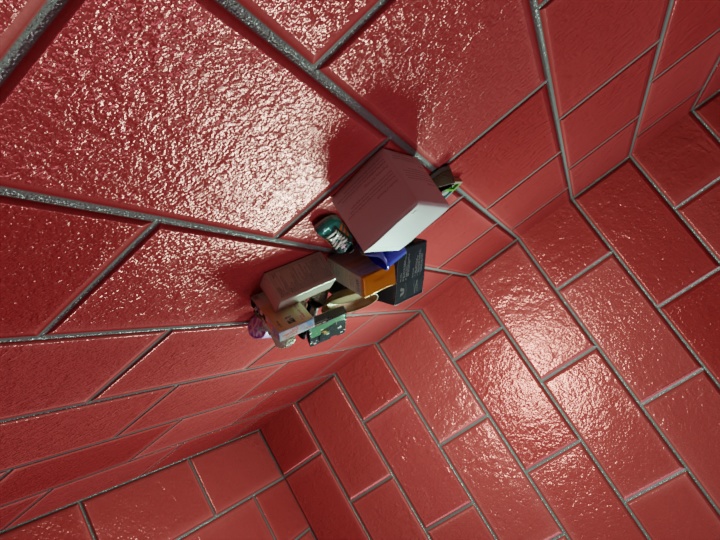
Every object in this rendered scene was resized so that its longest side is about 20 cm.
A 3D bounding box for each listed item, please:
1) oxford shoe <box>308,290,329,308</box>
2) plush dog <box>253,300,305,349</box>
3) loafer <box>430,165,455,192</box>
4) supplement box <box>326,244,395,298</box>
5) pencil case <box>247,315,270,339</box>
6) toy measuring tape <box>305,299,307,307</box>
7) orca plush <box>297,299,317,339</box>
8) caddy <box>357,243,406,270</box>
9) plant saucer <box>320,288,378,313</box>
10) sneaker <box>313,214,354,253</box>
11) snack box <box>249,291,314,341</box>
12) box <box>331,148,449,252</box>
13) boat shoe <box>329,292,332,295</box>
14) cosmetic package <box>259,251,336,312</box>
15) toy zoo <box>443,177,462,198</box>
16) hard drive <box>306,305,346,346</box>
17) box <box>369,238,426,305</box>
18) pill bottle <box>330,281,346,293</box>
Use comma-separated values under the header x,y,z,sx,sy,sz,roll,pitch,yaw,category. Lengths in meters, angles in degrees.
x,y,z,sx,sy,sz,roll,pitch,yaw,category
-0.138,0.063,1.798,0.058,0.074,0.201,-59,168,-34,oxford shoe
-0.238,0.125,1.757,0.172,0.160,0.201,-52,174,-45,plush dog
0.201,-0.232,1.647,0.199,0.070,0.075,-38,164,14,loafer
0.000,0.000,1.708,0.125,0.199,0.074,-23,123,-29,supplement box
-0.310,0.189,1.885,0.083,0.087,0.200,-1,175,20,pencil case
-0.218,0.112,1.879,0.073,0.073,0.202,-16,133,-47,toy measuring tape
-0.189,0.139,1.945,0.202,0.071,0.105,-62,-158,2,orca plush
0.044,-0.079,1.597,0.104,0.142,0.200,-34,-157,-9,caddy
-0.039,0.097,1.826,0.198,0.036,0.201,-13,160,-5,plant saucer
-0.062,-0.095,1.509,0.071,0.080,0.200,-36,164,12,sneaker
-0.233,0.121,1.612,0.115,0.200,0.037,-21,130,-26,snack box
0.079,-0.172,1.393,0.200,0.172,0.198,-41,162,27,box
-0.065,0.059,1.982,0.074,0.074,0.199,-42,163,29,boat shoe
-0.183,0.031,1.610,0.198,0.104,0.073,-23,163,-30,cosmetic package
0.237,-0.234,1.807,0.200,0.021,0.131,-44,161,32,toy zoo
-0.118,0.192,1.870,0.138,0.038,0.200,-22,159,-13,hard drive
0.131,-0.005,1.907,0.199,0.116,0.199,-19,117,-53,box
-0.027,0.025,1.888,0.112,0.113,0.199,-42,162,31,pill bottle
